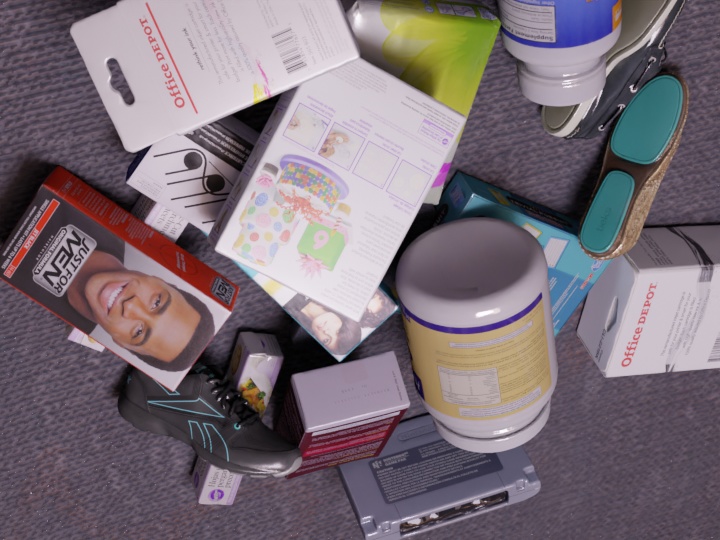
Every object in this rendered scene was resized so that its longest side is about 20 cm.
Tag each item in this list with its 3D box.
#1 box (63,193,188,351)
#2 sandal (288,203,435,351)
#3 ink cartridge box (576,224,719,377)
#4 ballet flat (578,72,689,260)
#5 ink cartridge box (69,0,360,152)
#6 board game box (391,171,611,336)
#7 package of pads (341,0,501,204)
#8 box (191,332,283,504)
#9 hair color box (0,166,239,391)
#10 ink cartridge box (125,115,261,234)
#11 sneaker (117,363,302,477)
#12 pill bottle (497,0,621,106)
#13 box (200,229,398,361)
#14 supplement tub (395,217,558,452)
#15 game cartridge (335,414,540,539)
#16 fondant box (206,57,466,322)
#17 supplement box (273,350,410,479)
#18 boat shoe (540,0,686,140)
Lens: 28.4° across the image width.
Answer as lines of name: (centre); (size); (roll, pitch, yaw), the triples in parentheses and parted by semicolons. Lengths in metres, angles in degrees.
box: (-0.213, -0.013, 1.333); (0.041, 0.039, 0.200); (24, 113, -33)
sandal: (0.001, 0.000, 1.432); (0.200, 0.043, 0.076); (-51, 135, 8)
ink cartridge box: (0.353, 0.031, 1.561); (0.199, 0.084, 0.145); (-3, 126, -21)
ballet flat: (0.279, -0.103, 1.443); (0.065, 0.070, 0.200); (13, 105, -59)
ink cartridge box: (-0.113, -0.185, 1.123); (0.199, 0.068, 0.115); (-22, 106, 5)
board game box: (0.145, -0.001, 1.478); (0.200, 0.047, 0.151); (20, 115, -31)
package of pads: (0.022, -0.160, 1.301); (0.154, 0.068, 0.200); (3, 122, -25)
box: (-0.129, 0.155, 1.478); (0.039, 0.041, 0.200); (7, 122, -24)
hair color box: (-0.220, 0.008, 1.282); (0.200, 0.061, 0.102); (34, 109, -10)
ink cartridge box: (-0.098, -0.069, 1.264); (0.200, 0.044, 0.094); (33, 108, -18)
sneaker: (-0.146, 0.141, 1.400); (0.199, 0.075, 0.080); (22, 103, 13)
pill bottle: (0.176, -0.252, 1.267); (0.112, 0.112, 0.200); (-17, 129, -9)
box: (-0.061, -0.011, 1.351); (0.082, 0.049, 0.200); (-43, 111, 8)
supplement tub: (0.117, 0.065, 1.391); (0.145, 0.146, 0.200); (-18, 129, -8)
game cartridge: (0.080, 0.217, 1.555); (0.199, 0.133, 0.042); (-15, 128, -10)
fondant box: (-0.021, -0.078, 1.216); (0.144, 0.058, 0.200); (27, 92, -18)
supplement box: (-0.023, 0.150, 1.452); (0.108, 0.061, 0.200); (-12, 160, -14)
boat shoe: (0.256, -0.202, 1.360); (0.066, 0.075, 0.200); (18, 117, -33)
